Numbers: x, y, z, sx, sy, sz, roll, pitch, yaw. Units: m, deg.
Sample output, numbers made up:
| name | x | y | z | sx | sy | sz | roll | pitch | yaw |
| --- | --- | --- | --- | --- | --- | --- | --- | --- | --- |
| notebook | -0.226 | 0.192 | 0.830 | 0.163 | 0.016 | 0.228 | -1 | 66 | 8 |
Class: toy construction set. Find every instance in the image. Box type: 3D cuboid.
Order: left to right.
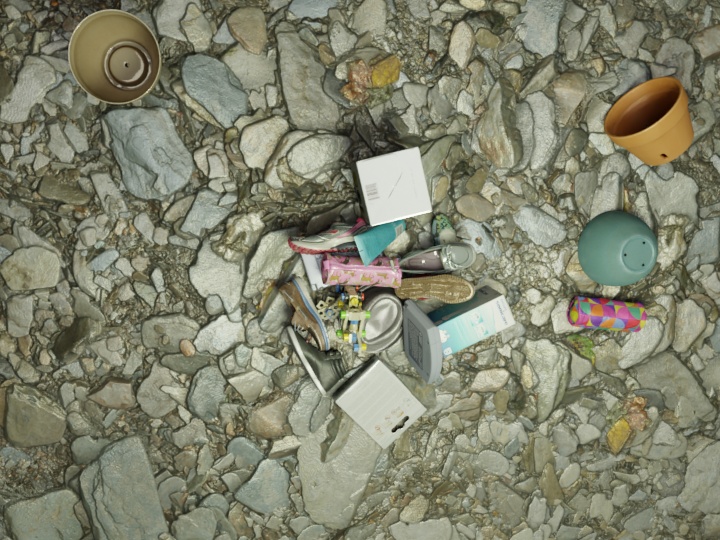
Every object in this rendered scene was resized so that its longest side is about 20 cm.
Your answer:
| name | x | y | z | sx | sy | sz | roll | pitch | yaw |
| --- | --- | --- | --- | --- | --- | --- | --- | --- | --- |
| toy construction set | -0.036 | 0.103 | 1.677 | 0.091 | 0.200 | 0.132 | -6 | 112 | -27 |

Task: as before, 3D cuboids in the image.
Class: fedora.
| name | x | y | z | sx | sy | sz | roll | pitch | yaw |
| --- | --- | --- | --- | --- | --- | --- | --- | --- | --- |
| fedora | 0.042 | 0.125 | 1.735 | 0.177 | 0.090 | 0.200 | 42 | 93 | -9 |

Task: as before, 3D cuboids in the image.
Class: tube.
| name | x | y | z | sx | sy | sz | roll | pitch | yaw |
| --- | --- | --- | --- | --- | --- | --- | --- | --- | --- |
| tube | 0.047 | -0.079 | 1.656 | 0.050 | 0.200 | 0.078 | -18 | 102 | 35 |

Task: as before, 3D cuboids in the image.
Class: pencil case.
| name | x | y | z | sx | sy | sz | roll | pitch | yaw |
| --- | --- | --- | --- | --- | --- | --- | --- | --- | --- |
| pencil case | 0.000 | 0.000 | 1.654 | 0.198 | 0.083 | 0.087 | 3 | 130 | -15 |
| pencil case | 0.649 | 0.115 | 1.801 | 0.198 | 0.088 | 0.089 | 6 | 98 | -9 |

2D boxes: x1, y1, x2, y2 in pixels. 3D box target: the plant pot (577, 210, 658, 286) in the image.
| name | x | y | z | sx | sy | sz | roll | pitch | yaw |
| --- | --- | --- | --- | --- | --- | --- | --- | --- | --- |
| plant pot | 0.679 | -0.050 | 1.751 | 0.198 | 0.135 | 0.202 | -1 | 98 | -5 |

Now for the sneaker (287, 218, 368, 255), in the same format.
| name | x | y | z | sx | sy | sz | roll | pitch | yaw |
| --- | --- | --- | --- | --- | --- | --- | --- | --- | --- |
| sneaker | -0.078 | -0.079 | 1.657 | 0.198 | 0.081 | 0.075 | -6 | 84 | -12 |

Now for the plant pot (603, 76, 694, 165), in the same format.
| name | x | y | z | sx | sy | sz | roll | pitch | yaw |
| --- | --- | --- | --- | --- | --- | --- | --- | --- | --- |
| plant pot | 0.728 | -0.357 | 1.694 | 0.200 | 0.200 | 0.140 | -46 | 117 | 2 |

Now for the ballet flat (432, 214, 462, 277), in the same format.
| name | x | y | z | sx | sy | sz | roll | pitch | yaw |
| --- | --- | --- | --- | --- | --- | --- | --- | --- | --- |
| ballet flat | 0.228 | -0.044 | 1.739 | 0.074 | 0.074 | 0.202 | -11 | 101 | -4 |

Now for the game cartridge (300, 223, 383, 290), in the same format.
| name | x | y | z | sx | sy | sz | roll | pitch | yaw |
| --- | --- | --- | --- | --- | --- | --- | --- | --- | --- |
| game cartridge | -0.047 | -0.041 | 1.723 | 0.198 | 0.041 | 0.134 | -18 | 103 | -3 |

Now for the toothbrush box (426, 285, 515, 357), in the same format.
| name | x | y | z | sx | sy | sz | roll | pitch | yaw |
| --- | --- | --- | --- | --- | --- | --- | --- | --- | --- |
| toothbrush box | 0.269 | 0.125 | 1.730 | 0.199 | 0.146 | 0.086 | -26 | 100 | -3 |

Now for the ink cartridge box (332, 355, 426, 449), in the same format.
| name | x | y | z | sx | sy | sz | roll | pitch | yaw |
| --- | --- | --- | --- | --- | --- | --- | --- | --- | --- |
| ink cartridge box | 0.052 | 0.346 | 1.798 | 0.162 | 0.050 | 0.200 | -43 | 108 | 1 |

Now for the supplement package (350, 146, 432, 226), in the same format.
| name | x | y | z | sx | sy | sz | roll | pitch | yaw |
| --- | --- | --- | --- | --- | --- | --- | --- | --- | --- |
| supplement package | 0.068 | -0.202 | 1.634 | 0.149 | 0.200 | 0.153 | -14 | 99 | -3 |

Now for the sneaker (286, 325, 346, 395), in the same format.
| name | x | y | z | sx | sy | sz | roll | pitch | yaw |
| --- | --- | --- | --- | --- | --- | --- | --- | --- | --- |
| sneaker | -0.109 | 0.210 | 1.749 | 0.099 | 0.071 | 0.201 | -32 | 97 | -12 |

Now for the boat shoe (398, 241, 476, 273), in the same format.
| name | x | y | z | sx | sy | sz | roll | pitch | yaw |
| --- | --- | --- | --- | --- | --- | --- | --- | --- | --- |
| boat shoe | 0.188 | -0.025 | 1.693 | 0.201 | 0.065 | 0.075 | -5 | 100 | 31 |

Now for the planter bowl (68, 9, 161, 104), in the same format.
| name | x | y | z | sx | sy | sz | roll | pitch | yaw |
| --- | --- | --- | --- | --- | --- | --- | --- | --- | --- |
| planter bowl | -0.548 | -0.479 | 1.567 | 0.198 | 0.135 | 0.202 | -1 | 98 | -6 |

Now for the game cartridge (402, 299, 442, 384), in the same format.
| name | x | y | z | sx | sy | sz | roll | pitch | yaw |
| --- | --- | --- | --- | --- | --- | --- | --- | --- | --- |
| game cartridge | 0.154 | 0.182 | 1.693 | 0.041 | 0.133 | 0.201 | -20 | 134 | -16 |

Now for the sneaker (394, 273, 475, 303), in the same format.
| name | x | y | z | sx | sy | sz | roll | pitch | yaw |
| --- | --- | --- | --- | --- | --- | --- | --- | --- | --- |
| sneaker | 0.196 | 0.042 | 1.711 | 0.198 | 0.112 | 0.072 | 2 | 93 | 21 |

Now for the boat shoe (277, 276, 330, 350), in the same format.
| name | x | y | z | sx | sy | sz | roll | pitch | yaw |
| --- | --- | --- | --- | --- | --- | --- | --- | --- | --- |
| boat shoe | -0.143 | 0.118 | 1.710 | 0.072 | 0.072 | 0.201 | -25 | 79 | -16 |
